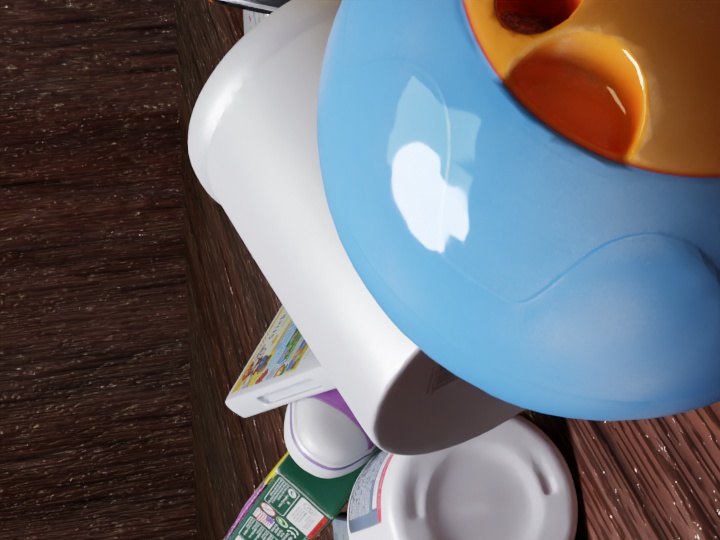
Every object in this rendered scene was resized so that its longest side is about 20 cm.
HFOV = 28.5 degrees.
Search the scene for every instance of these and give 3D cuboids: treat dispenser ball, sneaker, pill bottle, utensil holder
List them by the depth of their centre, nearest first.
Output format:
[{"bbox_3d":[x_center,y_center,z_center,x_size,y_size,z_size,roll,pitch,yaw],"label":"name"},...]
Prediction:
[{"bbox_3d":[0.084,-0.051,0.485,0.201,0.199,0.203,174,90,-78],"label":"treat dispenser ball"},{"bbox_3d":[0.026,-0.028,0.758,0.201,0.169,0.170,56,155,28],"label":"utensil holder"},{"bbox_3d":[0.054,0.159,0.911,0.200,0.119,0.121,128,135,-73],"label":"pill bottle"},{"bbox_3d":[0.020,0.037,0.924,0.201,0.072,0.114,-56,-4,-32],"label":"sneaker"}]

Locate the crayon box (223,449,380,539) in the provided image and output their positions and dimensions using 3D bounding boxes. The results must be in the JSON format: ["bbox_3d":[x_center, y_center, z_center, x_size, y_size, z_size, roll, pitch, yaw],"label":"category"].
[{"bbox_3d":[-0.019,0.141,1.085,0.058,0.173,0.200,39,148,4],"label":"crayon box"}]

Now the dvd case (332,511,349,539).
[{"bbox_3d":[0.000,0.356,1.483,0.143,0.017,0.202,143,121,-77],"label":"dvd case"}]

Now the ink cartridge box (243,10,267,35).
[{"bbox_3d":[-0.071,-0.274,1.404,0.200,0.067,0.116,-131,36,-69],"label":"ink cartridge box"}]

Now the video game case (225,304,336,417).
[{"bbox_3d":[0.000,0.000,0.933,0.182,0.023,0.201,-25,31,59],"label":"video game case"}]

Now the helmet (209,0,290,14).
[{"bbox_3d":[-0.063,-0.294,1.085,0.200,0.198,0.192,-140,61,-72],"label":"helmet"}]
